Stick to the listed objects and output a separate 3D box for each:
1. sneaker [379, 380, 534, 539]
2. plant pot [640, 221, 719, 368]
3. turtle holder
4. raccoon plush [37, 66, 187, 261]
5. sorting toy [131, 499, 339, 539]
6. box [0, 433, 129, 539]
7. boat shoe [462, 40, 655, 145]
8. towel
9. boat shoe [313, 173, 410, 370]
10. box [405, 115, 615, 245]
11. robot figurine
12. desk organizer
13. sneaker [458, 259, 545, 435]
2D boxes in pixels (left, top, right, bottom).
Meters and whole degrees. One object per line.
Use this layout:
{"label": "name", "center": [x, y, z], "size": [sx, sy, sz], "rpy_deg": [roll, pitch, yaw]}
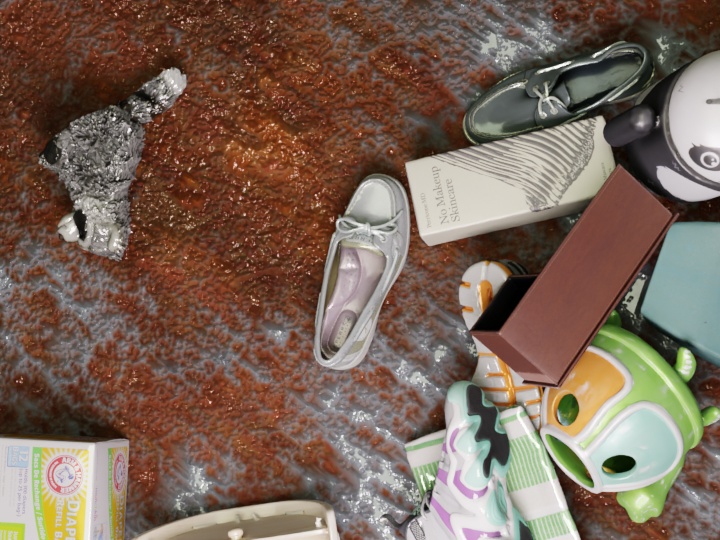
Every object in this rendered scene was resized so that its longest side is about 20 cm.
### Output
{"label": "sneaker", "center": [0.075, 0.210, 1.207], "size": [0.139, 0.078, 0.201], "rpy_deg": [-15, 87, 33]}
{"label": "plant pot", "center": [0.369, 0.034, 1.189], "size": [0.199, 0.141, 0.142], "rpy_deg": [19, 87, 18]}
{"label": "turtle holder", "center": [0.238, 0.141, 1.197], "size": [0.132, 0.186, 0.141], "rpy_deg": [-42, 62, -16]}
{"label": "raccoon plush", "center": [-0.234, -0.104, 1.327], "size": [0.200, 0.097, 0.134], "rpy_deg": [-37, 88, 4]}
{"label": "sorting toy", "center": [-0.102, 0.326, 1.260], "size": [0.199, 0.107, 0.181], "rpy_deg": [-9, 90, 8]}
{"label": "box", "center": [-0.303, 0.266, 1.291], "size": [0.112, 0.101, 0.201], "rpy_deg": [1, 85, 9]}
{"label": "boat shoe", "center": [0.193, -0.178, 1.274], "size": [0.199, 0.062, 0.073], "rpy_deg": [-18, 82, 7]}
{"label": "towel", "center": [0.131, 0.241, 1.232], "size": [0.152, 0.023, 0.201], "rpy_deg": [-24, 81, 33]}
{"label": "boat shoe", "center": [-0.002, 0.000, 1.287], "size": [0.074, 0.065, 0.203], "rpy_deg": [19, 88, 10]}
{"label": "box", "center": [0.150, -0.087, 1.269], "size": [0.199, 0.068, 0.083], "rpy_deg": [-14, 82, 7]}
{"label": "robot figurine", "center": [0.316, -0.127, 1.177], "size": [0.150, 0.200, 0.125], "rpy_deg": [-37, 91, -10]}
{"label": "desk organizer", "center": [0.194, 0.004, 1.178], "size": [0.077, 0.072, 0.200], "rpy_deg": [40, 77, -14]}
{"label": "sneaker", "center": [0.149, 0.083, 1.251], "size": [0.078, 0.077, 0.201], "rpy_deg": [1, 103, 30]}
